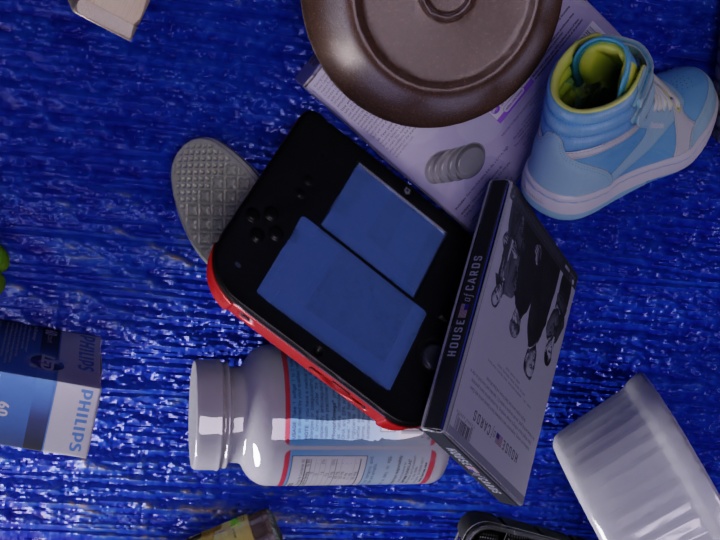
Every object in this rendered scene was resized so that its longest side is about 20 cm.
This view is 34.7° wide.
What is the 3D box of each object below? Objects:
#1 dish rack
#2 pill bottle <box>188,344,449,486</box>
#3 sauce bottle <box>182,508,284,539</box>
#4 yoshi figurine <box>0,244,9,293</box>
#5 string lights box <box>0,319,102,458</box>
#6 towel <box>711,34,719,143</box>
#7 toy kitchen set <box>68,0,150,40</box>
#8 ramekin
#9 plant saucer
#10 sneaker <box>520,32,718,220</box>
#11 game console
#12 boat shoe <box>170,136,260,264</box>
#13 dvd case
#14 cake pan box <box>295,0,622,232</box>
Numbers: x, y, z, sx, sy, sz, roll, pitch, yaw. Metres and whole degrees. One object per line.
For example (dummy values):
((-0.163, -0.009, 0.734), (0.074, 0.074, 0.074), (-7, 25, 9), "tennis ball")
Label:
((0.125, 0.317, 1.035), (0.151, 0.055, 0.203), (17, 103, -16), "dish rack")
((-0.033, 0.113, 0.904), (0.196, 0.109, 0.111), (2, 107, -13), "pill bottle")
((-0.155, 0.260, 0.947), (0.197, 0.065, 0.066), (-21, 111, -7), "sauce bottle")
((-0.341, -0.027, 0.794), (0.197, 0.112, 0.114), (9, 99, -18), "yoshi figurine")
((-0.290, 0.074, 0.837), (0.197, 0.103, 0.060), (12, 104, -16), "string lights box")
((0.344, -0.160, 0.855), (0.084, 0.200, 0.169), (-1, 109, -13), "towel")
((-0.203, -0.272, 0.704), (0.198, 0.181, 0.165), (24, 100, -23), "toy kitchen set")
((0.240, 0.196, 0.950), (0.097, 0.201, 0.202), (-30, 112, 7), "ramekin")
((0.057, -0.199, 0.814), (0.197, 0.037, 0.204), (-3, 106, -12), "plant saucer")
((0.207, -0.130, 0.853), (0.199, 0.079, 0.132), (-34, 146, -28), "sneaker")
((0.000, 0.000, 0.839), (0.199, 0.031, 0.178), (38, 60, -11), "game console")
((-0.071, -0.015, 0.874), (0.074, 0.062, 0.201), (-41, 90, 10), "boat shoe")
((0.111, 0.057, 0.876), (0.150, 0.024, 0.203), (46, 55, -48), "dvd case")
((0.079, -0.162, 0.874), (0.183, 0.052, 0.201), (36, 97, -22), "cake pan box")
